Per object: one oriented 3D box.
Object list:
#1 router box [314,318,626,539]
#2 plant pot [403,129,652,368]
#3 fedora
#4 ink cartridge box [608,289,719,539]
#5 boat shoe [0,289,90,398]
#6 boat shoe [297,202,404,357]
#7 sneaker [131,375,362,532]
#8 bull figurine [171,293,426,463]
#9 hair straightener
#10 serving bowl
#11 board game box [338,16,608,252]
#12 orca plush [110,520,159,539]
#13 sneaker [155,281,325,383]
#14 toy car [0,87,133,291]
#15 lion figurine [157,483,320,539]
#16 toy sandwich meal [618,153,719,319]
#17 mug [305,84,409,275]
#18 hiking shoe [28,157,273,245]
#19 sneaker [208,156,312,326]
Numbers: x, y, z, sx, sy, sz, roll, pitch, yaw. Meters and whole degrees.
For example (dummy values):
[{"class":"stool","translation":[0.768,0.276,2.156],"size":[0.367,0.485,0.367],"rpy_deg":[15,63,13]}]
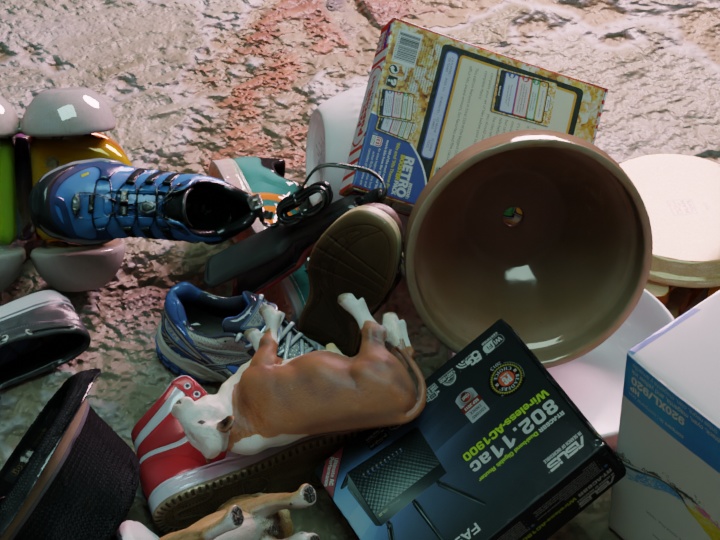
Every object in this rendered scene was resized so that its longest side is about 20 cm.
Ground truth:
[{"class":"router box","translation":[0.082,0.157,1.598],"size":[0.200,0.062,0.150],"rpy_deg":[-40,53,1]},{"class":"plant pot","translation":[0.131,-0.028,1.674],"size":[0.199,0.203,0.093],"rpy_deg":[-2,24,-4]},{"class":"fedora","translation":[-0.230,0.176,1.588],"size":[0.091,0.201,0.201],"rpy_deg":[34,46,-10]},{"class":"ink cartridge box","translation":[0.293,0.138,1.584],"size":[0.147,0.201,0.144],"rpy_deg":[-30,50,-28]},{"class":"boat shoe","translation":[-0.314,0.082,1.724],"size":[0.199,0.070,0.066],"rpy_deg":[-23,48,-33]},{"class":"boat shoe","translation":[0.000,0.000,1.715],"size":[0.072,0.201,0.072],"rpy_deg":[29,53,9]},{"class":"sneaker","translation":[-0.089,0.130,1.674],"size":[0.198,0.072,0.113],"rpy_deg":[-16,50,-14]},{"class":"bull figurine","translation":[-0.047,0.087,1.613],"size":[0.198,0.065,0.122],"rpy_deg":[-5,59,4]},{"class":"hair straightener","translation":[-0.059,-0.035,1.709],"size":[0.199,0.077,0.041],"rpy_deg":[-27,44,34]},{"class":"serving bowl","translation":[0.170,0.086,1.729],"size":[0.198,0.066,0.201],"rpy_deg":[1,44,-1]},{"class":"board game box","translation":[0.097,-0.109,1.749],"size":[0.198,0.046,0.153],"rpy_deg":[17,80,-11]},{"class":"orca plush","translation":[-0.136,0.274,1.551],"size":[0.200,0.071,0.105],"rpy_deg":[38,10,24]},{"class":"sneaker","translation":[-0.084,0.066,1.728],"size":[0.198,0.086,0.077],"rpy_deg":[17,47,15]},{"class":"toy car","translation":[-0.295,-0.075,1.833],"size":[0.198,0.177,0.150],"rpy_deg":[-3,10,-4]},{"class":"lion figurine","translation":[-0.107,0.205,1.526],"size":[0.199,0.122,0.073],"rpy_deg":[0,76,-52]},{"class":"toy sandwich meal","translation":[0.280,-0.026,1.849],"size":[0.203,0.071,0.206],"rpy_deg":[2,39,-2]},{"class":"mug","translation":[0.047,-0.078,1.821],"size":[0.174,0.148,0.201],"rpy_deg":[1,52,-13]},{"class":"hiking shoe","translation":[-0.179,-0.060,1.742],"size":[0.198,0.075,0.086],"rpy_deg":[-1,-3,-30]},{"class":"sneaker","translation":[-0.068,-0.034,1.840],"size":[0.079,0.072,0.201],"rpy_deg":[-13,50,-19]}]
